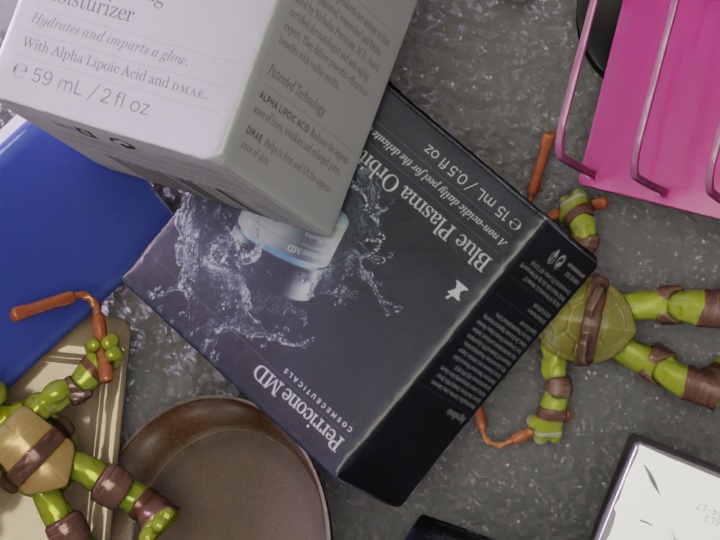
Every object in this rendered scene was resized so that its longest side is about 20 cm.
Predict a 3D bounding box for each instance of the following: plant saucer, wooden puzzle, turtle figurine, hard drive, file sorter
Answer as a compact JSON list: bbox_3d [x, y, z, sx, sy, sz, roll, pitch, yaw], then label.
[{"bbox_3d":[-0.089,0.179,1.696,0.199,0.032,0.202,-10,74,36],"label":"plant saucer"},{"bbox_3d":[-0.244,0.121,1.746,0.183,0.037,0.202,5,80,6],"label":"wooden puzzle"},{"bbox_3d":[0.152,0.022,1.700,0.160,0.064,0.202,11,90,5],"label":"turtle figurine"},{"bbox_3d":[-0.201,0.126,1.682,0.200,0.064,0.161,-43,90,-14],"label":"turtle figurine"},{"bbox_3d":[-0.220,-0.005,1.693,0.200,0.025,0.132,-43,127,-6],"label":"hard drive"},{"bbox_3d":[0.228,-0.099,1.608,0.199,0.125,0.140,15,91,17],"label":"file sorter"}]

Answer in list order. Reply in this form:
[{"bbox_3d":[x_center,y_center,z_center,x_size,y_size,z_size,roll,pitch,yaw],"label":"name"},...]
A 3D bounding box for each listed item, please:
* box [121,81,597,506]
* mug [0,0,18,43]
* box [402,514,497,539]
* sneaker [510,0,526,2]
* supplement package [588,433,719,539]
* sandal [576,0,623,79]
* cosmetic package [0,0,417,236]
[{"bbox_3d":[0.000,0.000,1.662,0.196,0.117,0.200,41,93,24],"label":"box"},{"bbox_3d":[-0.202,-0.195,1.684,0.185,0.153,0.151,5,87,16],"label":"mug"},{"bbox_3d":[0.055,0.237,1.636,0.104,0.200,0.149,19,90,5],"label":"box"},{"bbox_3d":[0.074,-0.267,1.711,0.081,0.077,0.201,-27,87,-2],"label":"sneaker"},{"bbox_3d":[0.195,0.175,1.624,0.120,0.200,0.121,21,90,6],"label":"supplement package"},{"bbox_3d":[0.197,-0.211,1.711,0.076,0.043,0.201,30,91,5],"label":"sandal"},{"bbox_3d":[-0.080,-0.151,1.575,0.164,0.165,0.201,16,83,25],"label":"cosmetic package"}]
